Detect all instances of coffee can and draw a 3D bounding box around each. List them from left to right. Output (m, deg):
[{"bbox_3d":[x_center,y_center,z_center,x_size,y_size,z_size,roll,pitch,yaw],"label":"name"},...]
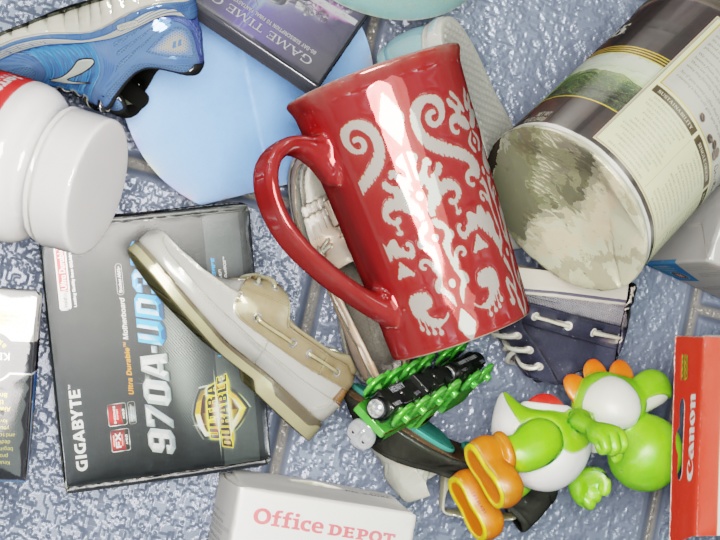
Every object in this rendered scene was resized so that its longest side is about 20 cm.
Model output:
[{"bbox_3d":[0.214,-0.102,1.055,0.200,0.146,0.147,-42,99,-29],"label":"coffee can"}]

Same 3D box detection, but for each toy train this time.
[{"bbox_3d":[0.045,0.094,1.025,0.042,0.200,0.057,44,113,15],"label":"toy train"}]

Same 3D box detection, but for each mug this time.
[{"bbox_3d":[0.021,-0.040,0.989,0.176,0.133,0.202,-20,93,-3],"label":"mug"}]

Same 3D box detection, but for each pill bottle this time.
[{"bbox_3d":[-0.270,-0.087,0.946,0.198,0.114,0.115,17,85,11],"label":"pill bottle"}]

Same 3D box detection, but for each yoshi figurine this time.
[{"bbox_3d":[0.174,0.145,1.046,0.198,0.112,0.113,-23,111,-26],"label":"yoshi figurine"}]

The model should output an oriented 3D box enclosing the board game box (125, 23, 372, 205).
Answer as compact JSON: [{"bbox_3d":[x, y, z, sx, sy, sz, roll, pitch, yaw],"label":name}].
[{"bbox_3d":[-0.089,-0.143,1.066,0.198,0.039,0.160,-15,99,-11],"label":"board game box"}]

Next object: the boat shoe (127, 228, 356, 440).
[{"bbox_3d":[-0.084,0.034,0.989,0.068,0.075,0.200,-47,116,-8],"label":"boat shoe"}]

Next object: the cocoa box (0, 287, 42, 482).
[{"bbox_3d":[-0.327,0.074,0.951,0.197,0.133,0.133,4,89,-14],"label":"cocoa box"}]

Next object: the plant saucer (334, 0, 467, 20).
[{"bbox_3d":[0.018,-0.287,1.059,0.198,0.027,0.202,8,63,-16],"label":"plant saucer"}]

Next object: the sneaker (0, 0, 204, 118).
[{"bbox_3d":[-0.201,-0.146,0.984,0.198,0.079,0.090,-11,107,24],"label":"sneaker"}]

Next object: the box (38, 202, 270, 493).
[{"bbox_3d":[-0.155,0.055,1.029,0.157,0.046,0.203,-6,97,-14],"label":"box"}]

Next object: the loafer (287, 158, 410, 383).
[{"bbox_3d":[0.000,0.000,1.055,0.071,0.063,0.202,-20,104,-8],"label":"loafer"}]

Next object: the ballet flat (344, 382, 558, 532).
[{"bbox_3d":[0.066,0.158,1.085,0.198,0.068,0.069,24,95,-12],"label":"ballet flat"}]

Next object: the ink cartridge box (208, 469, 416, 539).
[{"bbox_3d":[-0.050,0.265,1.043,0.144,0.083,0.203,11,87,-13],"label":"ink cartridge box"}]

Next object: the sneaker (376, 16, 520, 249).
[{"bbox_3d":[0.074,-0.105,1.099,0.074,0.081,0.202,-48,121,-51],"label":"sneaker"}]

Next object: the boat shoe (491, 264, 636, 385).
[{"bbox_3d":[0.126,0.043,1.096,0.198,0.075,0.094,7,94,-13],"label":"boat shoe"}]

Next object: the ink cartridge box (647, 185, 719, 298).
[{"bbox_3d":[0.353,0.000,1.132,0.198,0.116,0.069,23,84,-14],"label":"ink cartridge box"}]

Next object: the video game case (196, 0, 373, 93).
[{"bbox_3d":[-0.047,-0.242,1.040,0.142,0.019,0.201,33,60,-3],"label":"video game case"}]

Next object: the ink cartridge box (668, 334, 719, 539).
[{"bbox_3d":[0.303,0.131,1.092,0.050,0.199,0.164,1,88,31],"label":"ink cartridge box"}]
